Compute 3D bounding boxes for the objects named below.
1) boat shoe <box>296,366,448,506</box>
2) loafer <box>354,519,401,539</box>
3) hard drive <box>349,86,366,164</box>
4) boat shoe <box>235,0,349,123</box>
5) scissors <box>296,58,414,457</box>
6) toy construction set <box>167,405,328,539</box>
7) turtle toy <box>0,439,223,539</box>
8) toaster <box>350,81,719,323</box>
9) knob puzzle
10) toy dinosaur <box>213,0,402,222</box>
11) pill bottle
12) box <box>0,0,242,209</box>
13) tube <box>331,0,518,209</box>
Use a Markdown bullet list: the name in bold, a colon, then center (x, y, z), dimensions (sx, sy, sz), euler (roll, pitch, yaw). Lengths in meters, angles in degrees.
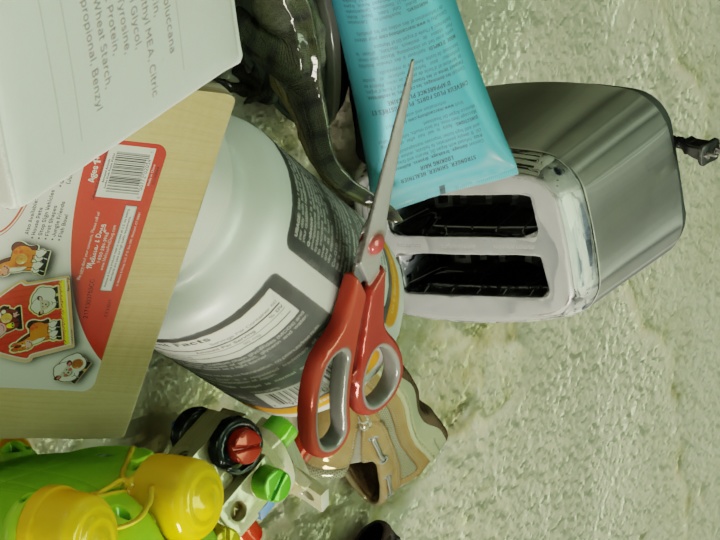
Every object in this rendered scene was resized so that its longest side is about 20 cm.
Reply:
- **boat shoe**: center (-0.008, 0.086, 1.202), dimensions (0.076, 0.072, 0.200), euler (-55, 145, -11)
- **loafer**: center (-0.025, 0.218, 1.238), dimensions (0.200, 0.072, 0.063), euler (-40, 114, -53)
- **hard drive**: center (0.017, -0.160, 1.105), dimensions (0.135, 0.042, 0.200), euler (-96, -173, -69)
- **boat shoe**: center (-0.031, -0.167, 1.051), dimensions (0.060, 0.076, 0.200), euler (-40, 135, -37)
- **scissors**: center (0.000, 0.000, 0.993), dimensions (0.073, 0.014, 0.200), euler (-28, 135, -40)
- **toy construction set**: center (-0.076, 0.147, 1.086), dimensions (0.131, 0.092, 0.200), euler (56, 47, -30)
- **turtle toy**: center (-0.133, 0.128, 0.925), dimensions (0.200, 0.146, 0.101), euler (-10, 102, -57)
- **toaster**: center (0.092, -0.037, 1.182), dimensions (0.129, 0.200, 0.114), euler (-36, 121, -48)
- **knob puzzle**: center (-0.171, -0.012, 0.863), dimensions (0.220, 0.030, 0.220), euler (-13, 127, -18)
- **toy dinosaur**: center (-0.044, -0.109, 1.025), dimensions (0.047, 0.088, 0.200), euler (-42, 127, -36)
- **pill bottle**: center (-0.067, -0.009, 1.014), dimensions (0.200, 0.116, 0.116), euler (40, 68, -57)
- **box**: center (-0.164, -0.150, 0.717), dimensions (0.131, 0.199, 0.200), euler (-40, 134, -43)
- **tube**: center (0.019, -0.121, 1.025), dimensions (0.050, 0.077, 0.200), euler (-99, 173, -62)
